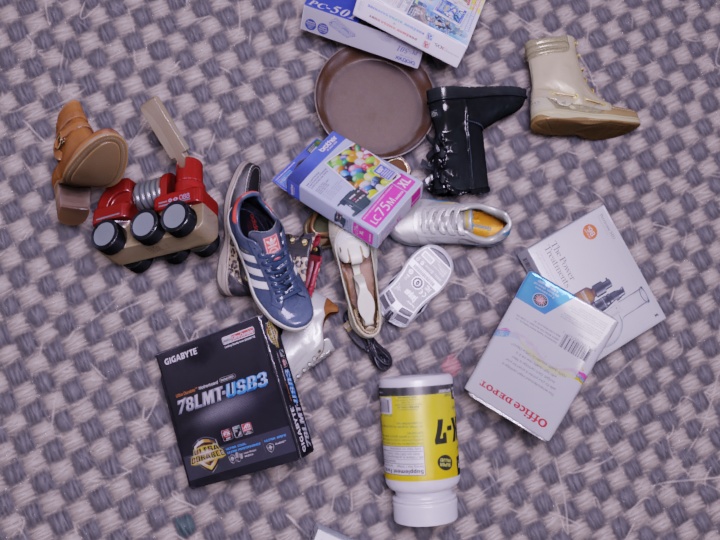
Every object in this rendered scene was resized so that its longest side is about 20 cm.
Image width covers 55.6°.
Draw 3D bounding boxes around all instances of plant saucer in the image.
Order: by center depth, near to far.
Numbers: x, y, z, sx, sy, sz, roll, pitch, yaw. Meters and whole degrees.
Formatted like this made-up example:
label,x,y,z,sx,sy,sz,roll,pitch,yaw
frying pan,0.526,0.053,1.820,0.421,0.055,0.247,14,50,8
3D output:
label,x,y,z,sx,sy,sz,roll,pitch,yaw
plant saucer,0.023,-0.267,1.089,0.195,0.032,0.206,2,75,-8

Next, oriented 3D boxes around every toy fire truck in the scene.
label,x,y,z,sx,sy,sz,roll,pitch,yaw
toy fire truck,-0.303,-0.124,0.994,0.172,0.129,0.205,-12,66,14

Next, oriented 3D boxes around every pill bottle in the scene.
label,x,y,z,sx,sy,sz,roll,pitch,yaw
pill bottle,0.087,0.256,0.996,0.111,0.114,0.206,-3,83,-6

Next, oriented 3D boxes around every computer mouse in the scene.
label,x,y,z,sx,sy,sz,roll,pitch,yaw
computer mouse,0.067,0.048,1.059,0.110,0.044,0.200,44,86,6

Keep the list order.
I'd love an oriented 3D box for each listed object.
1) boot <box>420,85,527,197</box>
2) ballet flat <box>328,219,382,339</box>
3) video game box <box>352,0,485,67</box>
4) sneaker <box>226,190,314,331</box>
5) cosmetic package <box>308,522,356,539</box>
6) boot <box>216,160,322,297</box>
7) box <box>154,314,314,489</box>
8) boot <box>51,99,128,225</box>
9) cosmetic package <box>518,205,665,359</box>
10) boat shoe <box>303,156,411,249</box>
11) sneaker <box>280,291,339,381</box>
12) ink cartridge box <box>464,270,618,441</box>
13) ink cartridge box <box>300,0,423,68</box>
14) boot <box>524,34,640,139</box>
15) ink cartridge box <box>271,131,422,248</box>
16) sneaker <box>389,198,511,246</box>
label,x,y,z,sx,sy,sz,roll,pitch,yaw
boot,0.184,-0.205,1.085,0.194,0.073,0.167,-8,96,-27
ballet flat,0.000,0.000,0.993,0.066,0.062,0.205,-14,96,-4
video game box,0.100,-0.422,1.072,0.179,0.047,0.202,25,48,-1
sneaker,-0.120,-0.015,0.919,0.074,0.085,0.202,-27,79,-28
cosmetic package,-0.035,0.494,0.985,0.148,0.052,0.204,24,81,-5
boot,-0.130,-0.054,1.013,0.147,0.073,0.205,8,85,17
box,-0.182,0.185,0.968,0.196,0.049,0.203,-19,86,22
boot,-0.393,-0.180,0.965,0.073,0.199,0.158,10,55,-42
cosmetic package,0.363,0.024,1.079,0.149,0.052,0.203,-28,86,-11
boat shoe,-0.001,-0.104,1.053,0.199,0.074,0.076,-40,88,-9
sneaker,-0.087,0.131,1.014,0.083,0.073,0.204,21,80,0
ink cartridge box,0.263,0.123,1.009,0.143,0.085,0.203,30,97,12
ink cartridge box,0.011,-0.393,1.084,0.195,0.045,0.095,19,49,-1
boot,0.361,-0.300,1.118,0.195,0.073,0.160,1,75,-13
ink cartridge box,-0.021,-0.128,0.995,0.198,0.042,0.120,31,60,20
sneaker,0.137,-0.077,1.061,0.194,0.081,0.079,1,84,-4
